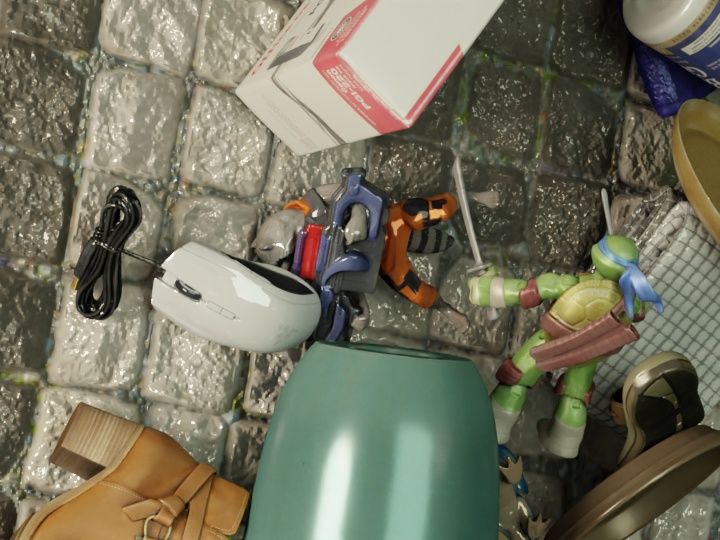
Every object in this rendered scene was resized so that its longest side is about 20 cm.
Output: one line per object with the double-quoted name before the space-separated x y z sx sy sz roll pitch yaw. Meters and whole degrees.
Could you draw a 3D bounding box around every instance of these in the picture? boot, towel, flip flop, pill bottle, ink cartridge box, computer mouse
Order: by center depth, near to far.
"boot" -0.181 0.214 1.503 0.154 0.077 0.201 28 62 -10
"computer mouse" -0.118 0.015 1.537 0.198 0.044 0.110 20 113 -19
"ink cartridge box" 0.006 -0.176 1.553 0.085 0.200 0.146 42 70 -16
"flip flop" 0.232 0.106 1.633 0.081 0.200 0.058 -33 65 -6
"towel" 0.260 0.046 1.728 0.165 0.086 0.201 32 101 -32
"pill bottle" 0.331 -0.207 1.733 0.199 0.111 0.112 26 77 -29
"towel" 0.280 -0.253 1.795 0.147 0.049 0.202 -30 105 -29

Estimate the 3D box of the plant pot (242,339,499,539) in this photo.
"plant pot" 0.017 0.140 1.547 0.199 0.200 0.163 7 90 -28

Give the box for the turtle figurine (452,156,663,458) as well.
"turtle figurine" 0.154 0.036 1.614 0.143 0.199 0.195 -5 124 -49

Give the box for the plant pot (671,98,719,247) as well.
"plant pot" 0.326 -0.055 1.697 0.199 0.027 0.201 34 34 -26

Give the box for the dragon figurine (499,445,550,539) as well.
"dragon figurine" 0.111 0.183 1.675 0.058 0.100 0.201 -26 112 -2

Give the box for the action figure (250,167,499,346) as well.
"action figure" 0.000 0.000 1.629 0.192 0.105 0.202 9 114 -22

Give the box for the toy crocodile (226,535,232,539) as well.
"toy crocodile" -0.074 0.279 1.587 0.068 0.062 0.200 -45 105 -21

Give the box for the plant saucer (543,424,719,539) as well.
"plant saucer" 0.229 0.190 1.690 0.199 0.201 0.030 -27 70 -27
